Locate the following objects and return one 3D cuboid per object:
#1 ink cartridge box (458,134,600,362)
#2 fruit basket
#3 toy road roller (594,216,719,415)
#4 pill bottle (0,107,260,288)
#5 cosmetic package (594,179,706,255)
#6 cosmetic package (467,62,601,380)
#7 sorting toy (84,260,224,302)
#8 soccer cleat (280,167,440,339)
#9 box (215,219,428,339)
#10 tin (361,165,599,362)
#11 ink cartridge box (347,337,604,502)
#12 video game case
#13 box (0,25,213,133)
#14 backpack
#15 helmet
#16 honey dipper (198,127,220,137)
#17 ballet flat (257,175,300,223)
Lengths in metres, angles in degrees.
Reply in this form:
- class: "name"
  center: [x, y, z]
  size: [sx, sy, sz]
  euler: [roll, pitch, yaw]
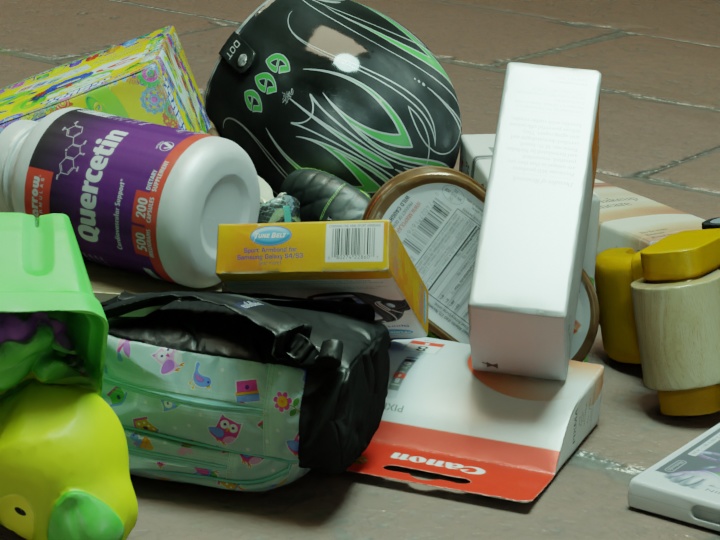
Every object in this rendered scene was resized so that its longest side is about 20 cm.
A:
- class: "ink cartridge box"
  center: [0.130, -0.018, 1.836]
  size: [0.083, 0.146, 0.200]
  euler: [1, 16, -6]
- class: "fruit basket"
  center: [-0.214, 0.090, 1.384]
  size: [0.155, 0.217, 0.216]
  euler: [1, 16, -9]
- class: "toy road roller"
  center: [0.236, 0.032, 1.755]
  size: [0.145, 0.124, 0.200]
  euler: [-4, 10, 30]
- class: "pill bottle"
  center: [-0.182, -0.059, 1.712]
  size: [0.199, 0.113, 0.112]
  euler: [13, 18, 30]
- class: "cosmetic package"
  center: [0.216, -0.015, 1.954]
  size: [0.103, 0.088, 0.200]
  euler: [-9, 20, -34]
- class: "cosmetic package"
  center: [0.125, -0.035, 1.618]
  size: [0.071, 0.201, 0.102]
  euler: [7, -27, 9]
- class: "sorting toy"
  center: [-0.204, 0.021, 1.763]
  size: [0.199, 0.070, 0.199]
  euler: [3, 16, -1]
- class: "soccer cleat"
  center: [0.000, 0.000, 1.758]
  size: [0.200, 0.068, 0.081]
  euler: [47, 41, 15]
- class: "box"
  center: [-0.021, 0.012, 1.595]
  size: [0.118, 0.042, 0.200]
  euler: [-1, -15, 10]
- class: "tin"
  center: [0.089, 0.007, 1.706]
  size: [0.200, 0.112, 0.042]
  euler: [37, 6, -7]
- class: "ink cartridge box"
  center: [0.069, 0.099, 1.594]
  size: [0.161, 0.050, 0.200]
  euler: [9, 14, 17]
- class: "video game case"
  center: [0.304, 0.144, 1.541]
  size: [0.181, 0.023, 0.200]
  euler: [14, 19, 30]
- class: "box"
  center: [-0.240, -0.108, 1.983]
  size: [0.199, 0.123, 0.193]
  euler: [-20, 15, 6]
- class: "backpack"
  center: [-0.091, 0.076, 1.499]
  size: [0.199, 0.127, 0.167]
  euler: [6, 4, 11]
- class: "helmet"
  center: [-0.013, -0.124, 1.880]
  size: [0.190, 0.201, 0.200]
  euler: [39, 28, 17]
- class: "honey dipper"
  center: [-0.208, -0.076, 1.850]
  size: [0.199, 0.038, 0.038]
  euler: [-14, 20, -14]
- class: "ballet flat"
  center: [-0.109, -0.054, 1.795]
  size: [0.074, 0.075, 0.200]
  euler: [-10, 20, -39]
